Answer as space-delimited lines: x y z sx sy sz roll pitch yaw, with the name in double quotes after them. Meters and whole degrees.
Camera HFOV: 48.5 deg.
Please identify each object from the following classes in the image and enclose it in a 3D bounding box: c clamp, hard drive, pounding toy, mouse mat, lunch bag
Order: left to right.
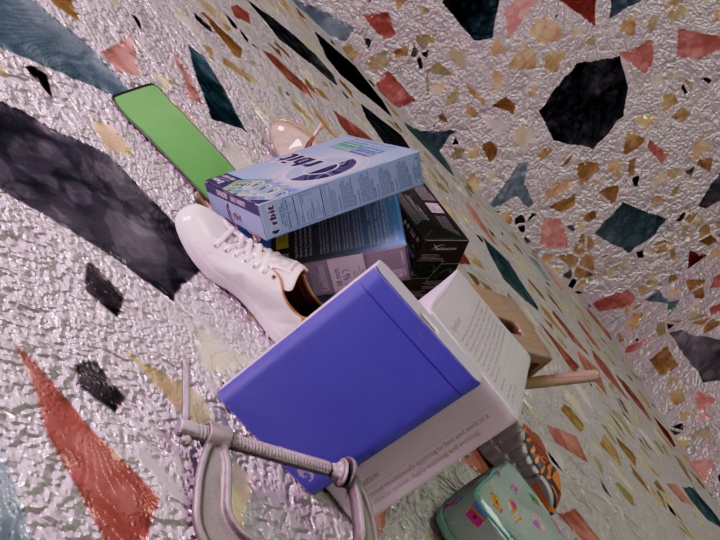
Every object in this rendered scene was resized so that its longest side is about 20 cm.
-0.227 -0.161 1.041 0.200 0.008 0.161 46 17 -10 "mouse mat"
-0.064 0.170 0.647 0.200 0.027 0.171 28 37 -25 "c clamp"
-0.014 0.100 0.697 0.132 0.200 0.025 48 24 -7 "hard drive"
0.154 0.119 1.002 0.200 0.184 0.142 18 36 -47 "pounding toy"
0.173 0.316 0.929 0.161 0.077 0.200 56 18 14 "lunch bag"

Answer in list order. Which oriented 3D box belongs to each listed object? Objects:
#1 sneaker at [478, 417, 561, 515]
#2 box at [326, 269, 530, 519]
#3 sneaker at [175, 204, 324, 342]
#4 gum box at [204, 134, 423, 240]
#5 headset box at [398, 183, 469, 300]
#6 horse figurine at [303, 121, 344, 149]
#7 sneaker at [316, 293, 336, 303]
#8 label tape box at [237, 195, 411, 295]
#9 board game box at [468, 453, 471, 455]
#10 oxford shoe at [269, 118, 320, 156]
0.234 0.275 1.198 0.112 0.078 0.200 25 40 -62 "sneaker"
0.053 0.122 0.818 0.131 0.199 0.200 51 19 1 "box"
-0.108 -0.008 0.866 0.200 0.085 0.073 46 37 -12 "sneaker"
-0.057 -0.102 0.925 0.170 0.200 0.045 27 -47 56 "gum box"
0.057 -0.008 1.136 0.077 0.200 0.149 0 40 -29 "headset box"
-0.053 -0.128 1.105 0.050 0.133 0.200 34 4 -38 "horse figurine"
0.000 0.000 1.034 0.081 0.146 0.200 34 23 -42 "sneaker"
-0.047 -0.043 0.980 0.063 0.200 0.144 77 5 -45 "label tape box"
0.100 0.175 1.100 0.200 0.039 0.158 24 31 -56 "board game box"
-0.087 -0.166 1.298 0.200 0.071 0.074 52 20 6 "oxford shoe"
